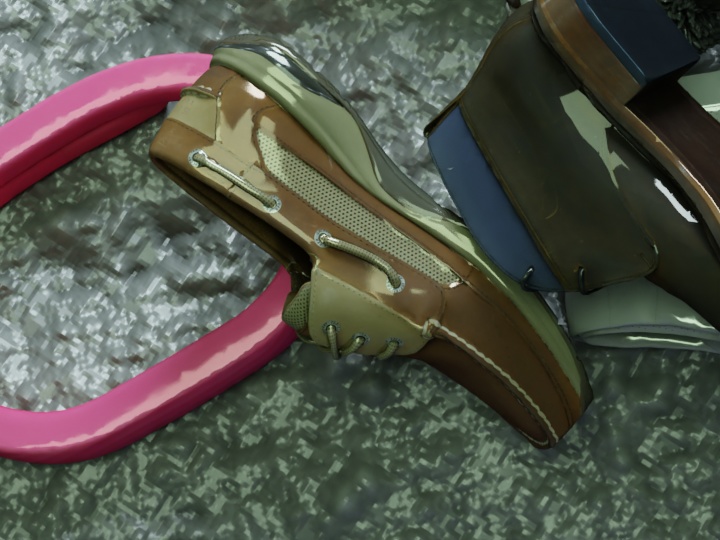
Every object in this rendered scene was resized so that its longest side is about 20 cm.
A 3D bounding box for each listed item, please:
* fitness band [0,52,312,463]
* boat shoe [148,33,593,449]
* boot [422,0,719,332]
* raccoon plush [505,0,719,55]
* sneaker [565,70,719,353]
[{"bbox_3d":[-0.101,-0.006,0.832,0.200,0.037,0.144,-31,72,1],"label":"fitness band"},{"bbox_3d":[0.000,0.000,0.774,0.200,0.076,0.074,44,76,0],"label":"boat shoe"},{"bbox_3d":[0.105,-0.010,0.735,0.097,0.075,0.200,-39,75,34],"label":"boot"},{"bbox_3d":[0.154,-0.108,0.811,0.200,0.134,0.097,14,62,-21],"label":"raccoon plush"},{"bbox_3d":[0.171,-0.022,0.776,0.200,0.074,0.116,-11,76,16],"label":"sneaker"}]
